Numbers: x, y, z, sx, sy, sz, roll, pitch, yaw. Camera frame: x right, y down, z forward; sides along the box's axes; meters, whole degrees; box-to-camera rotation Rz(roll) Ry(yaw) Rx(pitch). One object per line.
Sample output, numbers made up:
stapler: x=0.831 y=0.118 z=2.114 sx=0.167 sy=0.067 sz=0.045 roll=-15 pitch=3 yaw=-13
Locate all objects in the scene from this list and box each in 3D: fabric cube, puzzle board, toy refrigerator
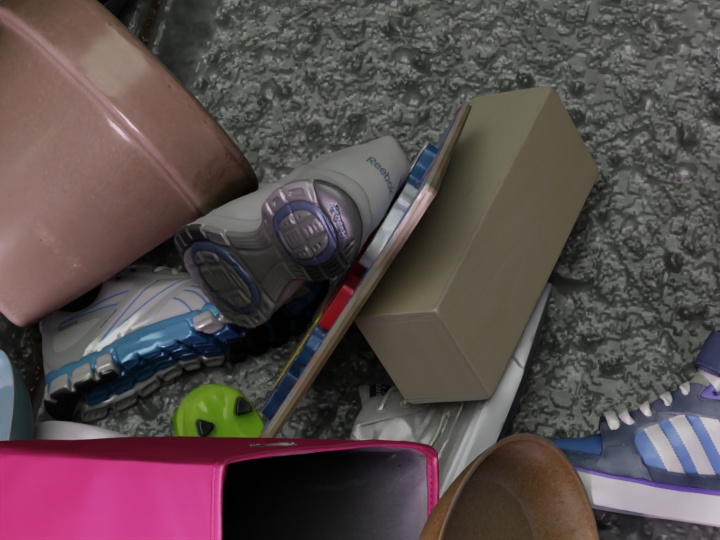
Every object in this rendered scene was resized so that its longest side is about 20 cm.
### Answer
fabric cube: x=-0.090 y=0.190 z=1.236 sx=0.198 sy=0.196 sz=0.202 roll=0 pitch=88 yaw=37
puzzle board: x=0.000 y=0.000 z=1.365 sx=0.017 sy=0.151 sz=0.201 roll=32 pitch=115 yaw=-4
toy refrigerator: x=0.072 y=-0.017 z=1.399 sx=0.070 sy=0.076 sz=0.201 roll=-6 pitch=41 yaw=36

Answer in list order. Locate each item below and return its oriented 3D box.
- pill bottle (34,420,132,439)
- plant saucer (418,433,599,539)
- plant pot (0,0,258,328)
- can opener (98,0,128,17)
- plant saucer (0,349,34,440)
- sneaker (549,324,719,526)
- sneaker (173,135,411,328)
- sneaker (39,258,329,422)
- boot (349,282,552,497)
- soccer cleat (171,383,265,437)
pill bottle: x=-0.180 y=0.201 z=1.378 sx=0.115 sy=0.116 sz=0.201 roll=10 pitch=71 yaw=12
plant saucer: x=0.075 y=0.192 z=1.271 sx=0.035 sy=0.200 sz=0.202 roll=-1 pitch=68 yaw=33
plant pot: x=-0.190 y=-0.061 z=1.426 sx=0.200 sy=0.200 sz=0.175 roll=41 pitch=83 yaw=20
can opener: x=-0.166 y=-0.213 z=1.557 sx=0.078 sy=0.063 sz=0.200 roll=38 pitch=80 yaw=20
plant saucer: x=-0.248 y=0.146 z=1.392 sx=0.027 sy=0.200 sz=0.202 roll=23 pitch=70 yaw=-25
sneaker: x=0.198 y=0.077 z=1.374 sx=0.198 sy=0.081 sz=0.148 roll=8 pitch=84 yaw=4
sneaker: x=-0.038 y=-0.024 z=1.352 sx=0.087 sy=0.199 sz=0.075 roll=-40 pitch=103 yaw=-35
sneaker: x=-0.119 y=0.021 z=1.461 sx=0.199 sy=0.075 sz=0.087 roll=-20 pitch=62 yaw=1
boot: x=0.045 y=0.083 z=1.409 sx=0.095 sy=0.074 sz=0.201 roll=22 pitch=75 yaw=8
soccer cleat: x=-0.060 y=0.165 z=1.404 sx=0.067 sy=0.081 sz=0.201 roll=-22 pitch=88 yaw=-20
